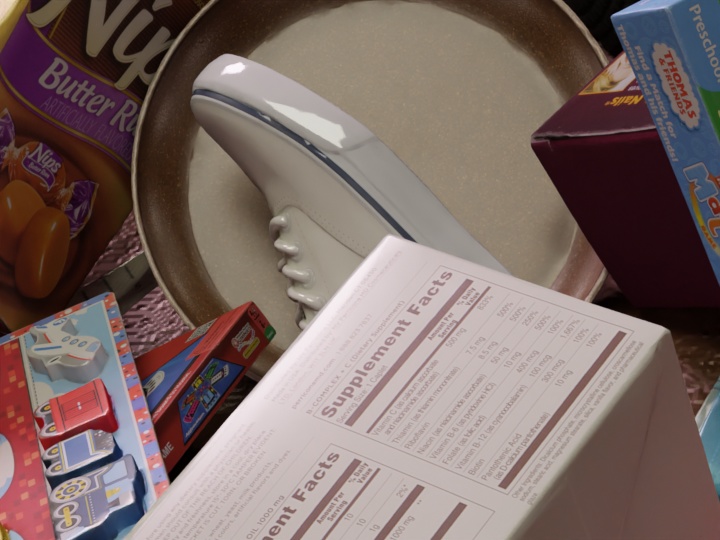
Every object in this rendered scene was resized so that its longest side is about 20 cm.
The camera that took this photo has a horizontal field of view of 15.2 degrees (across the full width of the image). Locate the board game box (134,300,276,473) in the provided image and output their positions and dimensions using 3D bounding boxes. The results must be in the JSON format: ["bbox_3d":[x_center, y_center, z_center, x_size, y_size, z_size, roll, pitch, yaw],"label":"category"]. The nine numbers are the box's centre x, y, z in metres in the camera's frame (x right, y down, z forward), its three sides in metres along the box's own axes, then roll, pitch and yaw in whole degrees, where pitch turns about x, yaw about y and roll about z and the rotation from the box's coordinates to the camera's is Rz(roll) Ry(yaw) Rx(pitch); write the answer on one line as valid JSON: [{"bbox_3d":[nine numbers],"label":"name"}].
[{"bbox_3d":[-0.112,0.088,0.981,0.103,0.019,0.200,-27,17,39],"label":"board game box"}]

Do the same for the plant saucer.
[{"bbox_3d":[0.009,-0.038,1.078,0.200,0.032,0.201,-1,74,4],"label":"plant saucer"}]

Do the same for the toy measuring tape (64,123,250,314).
[{"bbox_3d":[-0.078,-0.030,1.134,0.200,0.074,0.074,-33,43,-11],"label":"toy measuring tape"}]

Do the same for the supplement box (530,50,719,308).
[{"bbox_3d":[0.178,-0.078,1.032,0.200,0.086,0.110,-42,19,-24],"label":"supplement box"}]

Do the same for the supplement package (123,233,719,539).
[{"bbox_3d":[0.031,0.121,0.836,0.111,0.200,0.156,19,56,36],"label":"supplement package"}]

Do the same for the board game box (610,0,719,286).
[{"bbox_3d":[0.197,-0.062,0.958,0.200,0.152,0.037,-30,13,-28],"label":"board game box"}]

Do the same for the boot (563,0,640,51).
[{"bbox_3d":[0.147,-0.160,1.111,0.131,0.068,0.200,-38,5,-10],"label":"boot"}]

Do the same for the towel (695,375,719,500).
[{"bbox_3d":[0.225,0.050,0.963,0.200,0.022,0.147,12,52,30],"label":"towel"}]

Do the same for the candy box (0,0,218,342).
[{"bbox_3d":[-0.122,-0.081,1.076,0.056,0.117,0.200,13,60,34],"label":"candy box"}]

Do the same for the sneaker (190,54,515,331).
[{"bbox_3d":[0.000,0.000,1.014,0.200,0.073,0.071,42,77,14],"label":"sneaker"}]

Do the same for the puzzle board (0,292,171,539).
[{"bbox_3d":[-0.146,0.075,0.957,0.150,0.017,0.200,-23,25,-2],"label":"puzzle board"}]
